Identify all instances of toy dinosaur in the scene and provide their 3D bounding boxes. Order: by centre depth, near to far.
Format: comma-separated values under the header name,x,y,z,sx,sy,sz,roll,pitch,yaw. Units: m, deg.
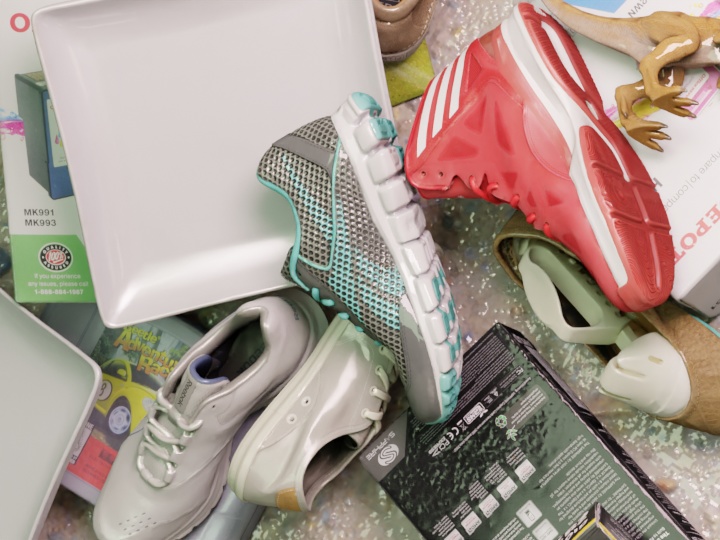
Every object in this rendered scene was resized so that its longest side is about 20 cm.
name,x,y,z,sx,sy,sz,roll,pitch,yaw
toy dinosaur,0.170,-0.129,1.468,0.199,0.060,0.106,8,58,16

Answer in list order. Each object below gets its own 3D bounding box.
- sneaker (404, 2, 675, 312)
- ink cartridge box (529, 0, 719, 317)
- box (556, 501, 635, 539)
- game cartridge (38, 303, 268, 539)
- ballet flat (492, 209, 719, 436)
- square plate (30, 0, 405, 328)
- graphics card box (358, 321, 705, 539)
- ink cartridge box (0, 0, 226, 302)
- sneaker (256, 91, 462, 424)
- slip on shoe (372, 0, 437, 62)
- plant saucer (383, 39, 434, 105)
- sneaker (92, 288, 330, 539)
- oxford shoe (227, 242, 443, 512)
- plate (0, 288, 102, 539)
name,x,y,z,sx,sy,sz,roll,pitch,yaw
sneaker,0.099,-0.044,1.475,0.115,0.078,0.200,-34,59,26
ink cartridge box,0.183,-0.092,1.523,0.145,0.085,0.200,-47,70,9
box,0.147,0.259,1.459,0.160,0.049,0.200,-44,92,12
game cartridge,-0.138,0.092,1.646,0.200,0.041,0.133,28,88,23
ballet flat,0.151,0.035,1.516,0.200,0.072,0.068,47,132,21
square plate,-0.079,-0.082,1.532,0.199,0.028,0.199,-13,103,-3
graphics card box,0.107,0.144,1.531,0.125,0.051,0.200,-46,69,9
ink cartridge box,-0.146,-0.084,1.603,0.145,0.088,0.201,1,102,14
sneaker,0.000,0.000,1.512,0.091,0.078,0.201,-18,93,11
slip on shoe,0.025,-0.231,1.598,0.076,0.061,0.201,11,69,3
plant saucer,-0.071,-0.182,1.658,0.199,0.048,0.201,-19,75,18
sneaker,-0.104,0.089,1.568,0.074,0.087,0.200,38,97,20
oxford shoe,-0.003,0.068,1.561,0.058,0.075,0.200,30,72,22
plate,-0.251,0.104,1.654,0.199,0.032,0.200,35,108,37
